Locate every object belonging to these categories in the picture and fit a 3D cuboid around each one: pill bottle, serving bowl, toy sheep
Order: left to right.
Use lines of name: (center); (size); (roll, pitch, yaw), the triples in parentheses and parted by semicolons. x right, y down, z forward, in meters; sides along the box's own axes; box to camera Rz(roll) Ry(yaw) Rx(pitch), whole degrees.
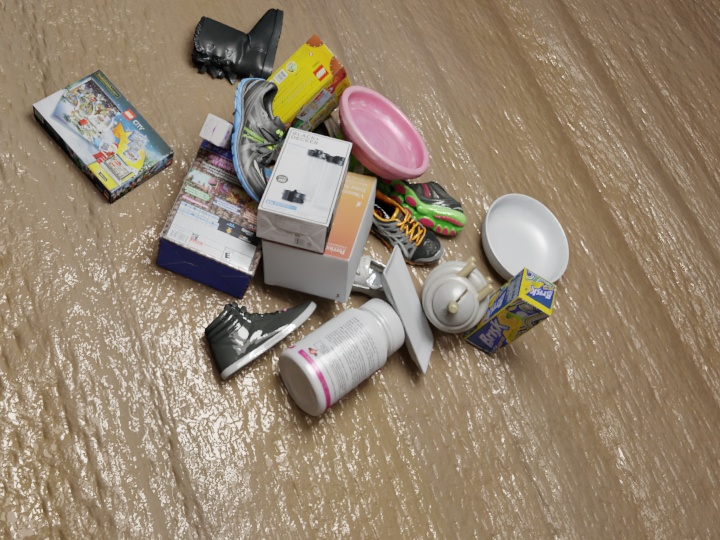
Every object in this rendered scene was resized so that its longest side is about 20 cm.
pill bottle: (-0.027, 0.135, 1.077); (0.198, 0.114, 0.115); (-31, 80, -31)
toy sheep: (0.171, 0.046, 1.179); (0.133, 0.200, 0.143); (1, 94, 13)
serving bowl: (0.325, -0.051, 1.346); (0.194, 0.066, 0.206); (10, 62, -19)

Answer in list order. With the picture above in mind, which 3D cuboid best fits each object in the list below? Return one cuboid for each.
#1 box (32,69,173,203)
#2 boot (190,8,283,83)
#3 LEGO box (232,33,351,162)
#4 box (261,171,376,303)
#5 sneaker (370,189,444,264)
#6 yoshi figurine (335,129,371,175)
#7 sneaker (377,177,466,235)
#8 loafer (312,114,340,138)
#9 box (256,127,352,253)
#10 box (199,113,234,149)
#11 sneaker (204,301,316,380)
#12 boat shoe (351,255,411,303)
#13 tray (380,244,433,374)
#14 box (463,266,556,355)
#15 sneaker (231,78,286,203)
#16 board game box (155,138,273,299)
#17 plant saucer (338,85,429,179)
box: (-0.433, -0.230, 1.119); (0.200, 0.038, 0.136); (47, 57, 3)
boot: (-0.240, -0.457, 1.296); (0.158, 0.074, 0.204); (14, 62, -13)
LEGO box: (-0.115, -0.299, 1.172); (0.199, 0.149, 0.078); (-42, 84, 4)
box: (-0.066, -0.069, 1.119); (0.147, 0.108, 0.204); (13, 49, 6)
sneaker: (0.075, -0.081, 1.241); (0.197, 0.077, 0.080); (31, 66, -5)
yoshi figurine: (0.008, -0.226, 1.235); (0.199, 0.110, 0.115); (-34, 116, -43)
sneaker: (0.119, -0.138, 1.305); (0.196, 0.077, 0.085); (27, 41, -13)
loafer: (-0.096, -0.298, 1.269); (0.201, 0.072, 0.063); (50, 23, 2)
box: (-0.087, -0.133, 1.055); (0.113, 0.061, 0.204); (14, 49, 1)
box: (-0.227, -0.232, 1.127); (0.038, 0.200, 0.042); (26, 96, -3)
sneaker: (-0.165, 0.079, 1.068); (0.198, 0.071, 0.100); (-34, 86, -28)
boat shoe: (0.000, 0.000, 1.178); (0.194, 0.069, 0.073); (16, 60, -16)
tray: (0.079, 0.068, 1.141); (0.204, 0.022, 0.108); (67, 26, -21)
box: (0.262, 0.078, 1.177); (0.069, 0.201, 0.065); (28, 58, -6)
sneaker: (-0.161, -0.212, 1.063); (0.080, 0.071, 0.207); (-2, 83, 10)
board game box: (-0.230, -0.085, 1.103); (0.156, 0.097, 0.205); (23, 59, -12)
plant saucer: (0.035, -0.236, 1.173); (0.197, 0.051, 0.204); (29, 38, -25)
